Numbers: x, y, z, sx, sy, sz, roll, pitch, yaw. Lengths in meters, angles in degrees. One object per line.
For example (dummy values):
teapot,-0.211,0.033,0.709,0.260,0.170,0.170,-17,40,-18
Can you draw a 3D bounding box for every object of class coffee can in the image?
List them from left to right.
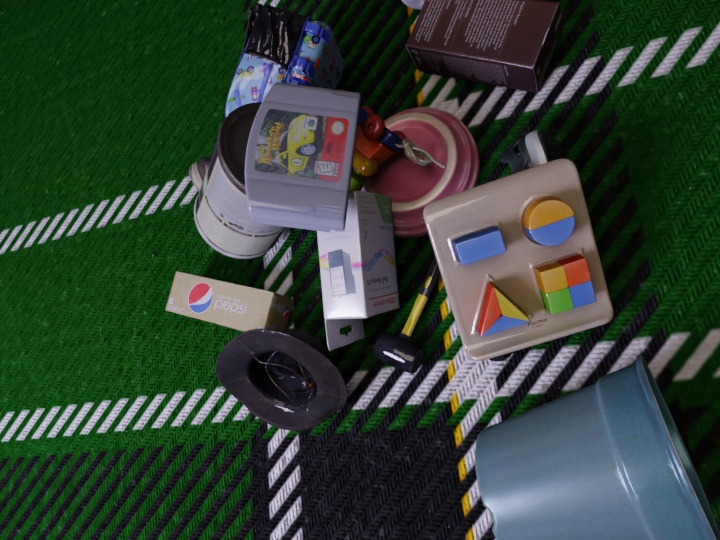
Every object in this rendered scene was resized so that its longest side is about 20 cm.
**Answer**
coffee can,-0.153,-0.121,0.797,0.200,0.145,0.148,-40,56,57

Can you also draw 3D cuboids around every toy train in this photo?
toy train,0.013,-0.153,0.770,0.200,0.084,0.116,44,107,26

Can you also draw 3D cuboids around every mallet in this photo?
mallet,0.093,0.047,0.764,0.065,0.041,0.201,29,86,26

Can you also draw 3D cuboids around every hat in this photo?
hat,-0.105,0.136,0.792,0.198,0.202,0.081,-6,34,22

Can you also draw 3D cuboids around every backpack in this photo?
backpack,-0.122,-0.272,0.853,0.133,0.183,0.202,18,82,10

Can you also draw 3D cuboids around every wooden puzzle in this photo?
wooden puzzle,0.187,-0.008,0.645,0.183,0.046,0.202,-18,96,8

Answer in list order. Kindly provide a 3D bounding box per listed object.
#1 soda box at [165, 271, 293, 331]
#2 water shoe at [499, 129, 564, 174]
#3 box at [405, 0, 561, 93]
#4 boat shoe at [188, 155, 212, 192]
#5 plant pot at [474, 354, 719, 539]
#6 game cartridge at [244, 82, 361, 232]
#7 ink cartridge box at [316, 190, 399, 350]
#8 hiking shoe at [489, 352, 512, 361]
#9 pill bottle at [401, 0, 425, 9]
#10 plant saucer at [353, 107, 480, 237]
soda box,-0.210,0.055,0.878,0.198,0.064,0.069,10,81,26
water shoe,0.239,-0.080,0.723,0.079,0.071,0.203,-23,70,48
box,0.178,-0.336,0.799,0.198,0.075,0.101,22,86,28
boat shoe,-0.223,-0.124,0.922,0.073,0.074,0.201,-37,67,11
plant pot,0.239,0.216,0.580,0.194,0.200,0.203,-24,69,25
game cartridge,-0.073,-0.147,0.684,0.131,0.041,0.202,5,65,2
ink cartridge box,0.000,0.000,0.745,0.067,0.117,0.203,-4,92,26
hiking shoe,0.159,0.015,0.712,0.073,0.087,0.203,-10,74,21
pill bottle,0.089,-0.527,0.862,0.112,0.113,0.202,-20,70,18
plant saucer,0.074,-0.152,0.811,0.198,0.051,0.203,-6,74,23
